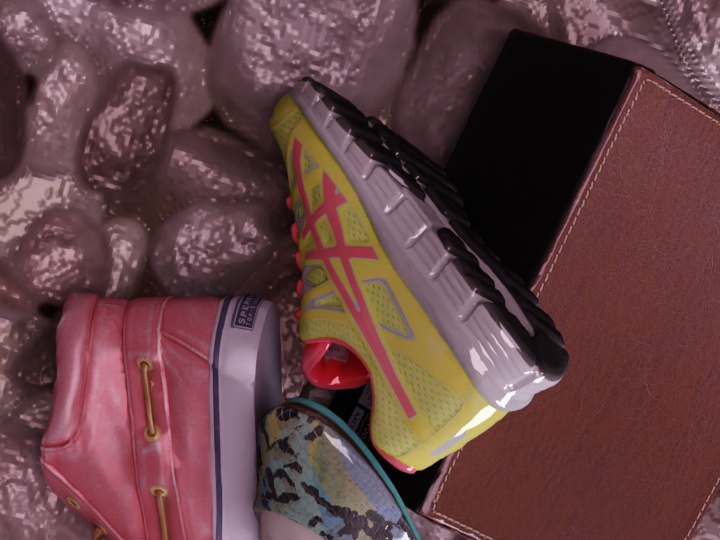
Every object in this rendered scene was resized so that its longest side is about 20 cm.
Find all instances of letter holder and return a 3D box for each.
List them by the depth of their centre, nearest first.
[{"bbox_3d":[0.096,0.023,1.047,0.142,0.100,0.201,26,89,-31],"label":"letter holder"}]

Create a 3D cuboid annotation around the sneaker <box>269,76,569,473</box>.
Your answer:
[{"bbox_3d":[0.000,0.000,0.980,0.078,0.200,0.090,29,110,-41],"label":"sneaker"}]

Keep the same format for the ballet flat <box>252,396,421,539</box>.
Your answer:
[{"bbox_3d":[-0.005,0.134,1.006,0.074,0.074,0.201,-36,136,-8],"label":"ballet flat"}]

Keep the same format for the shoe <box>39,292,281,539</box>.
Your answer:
[{"bbox_3d":[-0.082,0.103,1.030,0.090,0.072,0.202,4,112,9],"label":"shoe"}]
